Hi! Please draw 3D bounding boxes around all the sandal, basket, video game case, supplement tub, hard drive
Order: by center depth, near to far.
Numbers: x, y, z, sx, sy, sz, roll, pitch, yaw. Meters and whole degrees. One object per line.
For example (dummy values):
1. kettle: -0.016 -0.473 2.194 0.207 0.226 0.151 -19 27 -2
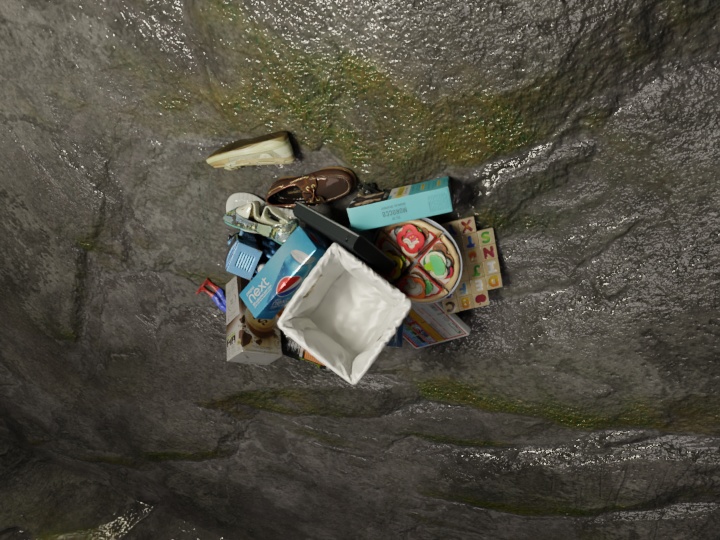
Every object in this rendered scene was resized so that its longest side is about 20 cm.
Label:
1. basket: -0.023 0.084 1.094 0.199 0.161 0.200 37 93 6
2. hard drive: -0.036 -0.066 1.103 0.199 0.033 0.139 31 178 41
3. sandal: -0.215 -0.115 1.236 0.200 0.084 0.050 20 177 16
4. video game case: 0.144 0.118 1.270 0.143 0.018 0.199 42 146 -14
5. supplement tub: -0.114 0.180 1.394 0.197 0.123 0.124 20 133 7

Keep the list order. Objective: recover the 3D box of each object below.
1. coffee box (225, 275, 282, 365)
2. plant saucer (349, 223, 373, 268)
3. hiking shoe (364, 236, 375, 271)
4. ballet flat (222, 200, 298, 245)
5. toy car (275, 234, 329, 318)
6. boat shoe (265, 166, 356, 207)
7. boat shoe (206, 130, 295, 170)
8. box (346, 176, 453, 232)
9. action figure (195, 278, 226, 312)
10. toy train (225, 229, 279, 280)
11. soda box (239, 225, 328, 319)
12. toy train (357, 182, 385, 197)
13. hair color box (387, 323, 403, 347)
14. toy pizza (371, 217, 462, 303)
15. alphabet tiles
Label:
1. coffee box: -0.263 0.119 1.336 0.112 0.203 0.079 14 147 -39
2. plant saucer: 0.000 0.000 1.202 0.069 0.019 0.204 27 123 41
3. hiking shoe: 0.095 -0.017 1.173 0.196 0.076 0.102 10 135 16
4. ballet flat: -0.209 -0.112 1.161 0.197 0.074 0.075 19 134 20
5. toy car: -0.141 0.052 1.245 0.177 0.201 0.183 45 131 -17
6. boat shoe: -0.106 -0.165 1.139 0.197 0.071 0.071 -7 119 25
7. boat shoe: -0.230 -0.236 1.133 0.197 0.074 0.064 -9 120 20
8. box: 0.078 -0.128 1.052 0.196 0.083 0.050 -11 111 14
9. action figure: -0.362 0.122 1.472 0.199 0.100 0.065 37 134 -13
10. toy train: -0.244 -0.039 1.224 0.113 0.200 0.088 25 102 -21
11. soda box: -0.154 0.007 1.117 0.200 0.064 0.068 -47 67 16
12. toy train: 0.077 -0.118 1.127 0.198 0.034 0.046 32 143 -4
13. hair color box: -0.009 0.137 1.253 0.196 0.062 0.100 7 173 -15
14. toy pizza: 0.109 -0.016 1.107 0.197 0.032 0.203 13 123 21
15. alphabet tiles: 0.203 -0.006 1.128 0.163 0.006 0.203 -13 113 6
